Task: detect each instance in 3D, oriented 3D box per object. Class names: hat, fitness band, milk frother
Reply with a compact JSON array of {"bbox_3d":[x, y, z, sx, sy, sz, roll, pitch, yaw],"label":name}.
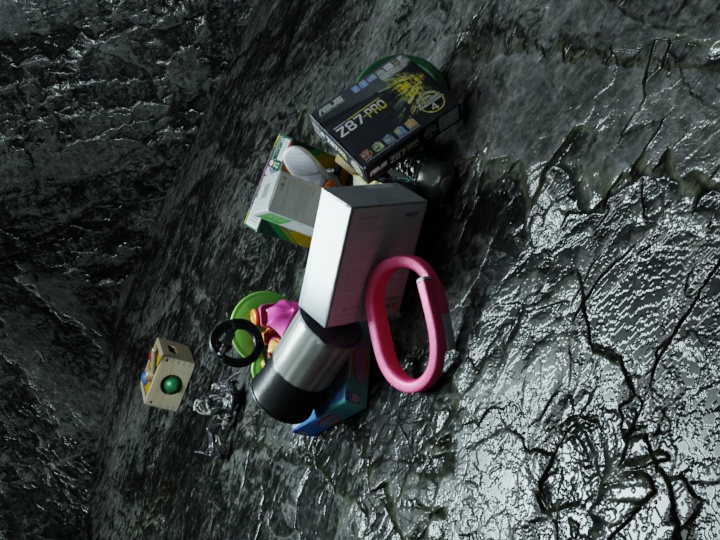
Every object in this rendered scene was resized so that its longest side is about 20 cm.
[{"bbox_3d":[0.076,-0.281,1.458,0.200,0.165,0.176,-54,-15,-20],"label":"hat"},{"bbox_3d":[0.067,0.077,1.153,0.143,0.037,0.201,-22,75,47],"label":"fitness band"},{"bbox_3d":[-0.128,0.115,1.307,0.188,0.199,0.181,-57,24,28],"label":"milk frother"}]

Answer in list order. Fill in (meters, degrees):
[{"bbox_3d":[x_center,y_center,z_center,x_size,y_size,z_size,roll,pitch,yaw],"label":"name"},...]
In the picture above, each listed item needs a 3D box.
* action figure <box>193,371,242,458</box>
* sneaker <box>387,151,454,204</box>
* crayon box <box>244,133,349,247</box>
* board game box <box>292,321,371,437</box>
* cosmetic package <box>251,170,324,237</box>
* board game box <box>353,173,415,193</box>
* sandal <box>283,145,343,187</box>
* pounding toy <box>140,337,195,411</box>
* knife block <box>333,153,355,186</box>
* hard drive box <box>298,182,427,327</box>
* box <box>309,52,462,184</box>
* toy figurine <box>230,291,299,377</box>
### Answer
[{"bbox_3d":[-0.330,0.323,1.818,0.119,0.102,0.201,147,136,-71],"label":"action figure"},{"bbox_3d":[0.086,-0.163,1.319,0.076,0.079,0.200,-67,25,7],"label":"sneaker"},{"bbox_3d":[-0.126,-0.159,1.644,0.058,0.172,0.201,30,100,46],"label":"crayon box"},{"bbox_3d":[-0.050,0.190,1.382,0.200,0.045,0.153,-39,38,51],"label":"board game box"},{"bbox_3d":[-0.090,-0.113,1.506,0.108,0.199,0.085,-3,67,67],"label":"cosmetic package"},{"bbox_3d":[0.036,-0.089,1.368,0.200,0.034,0.136,-147,57,-65],"label":"board game box"},{"bbox_3d":[-0.081,-0.187,1.576,0.079,0.207,0.059,-12,48,22],"label":"sandal"},{"bbox_3d":[-0.576,0.292,2.314,0.185,0.142,0.200,-68,24,7],"label":"pounding toy"},{"bbox_3d":[-0.007,-0.210,1.472,0.176,0.064,0.200,-53,-1,27],"label":"knife block"},{"bbox_3d":[0.003,-0.026,1.221,0.077,0.156,0.201,37,122,40],"label":"hard drive box"},{"bbox_3d":[0.042,-0.254,1.311,0.200,0.049,0.161,-35,57,-10],"label":"box"},{"bbox_3d":[-0.155,0.132,1.534,0.184,0.150,0.201,165,99,-65],"label":"toy figurine"}]
